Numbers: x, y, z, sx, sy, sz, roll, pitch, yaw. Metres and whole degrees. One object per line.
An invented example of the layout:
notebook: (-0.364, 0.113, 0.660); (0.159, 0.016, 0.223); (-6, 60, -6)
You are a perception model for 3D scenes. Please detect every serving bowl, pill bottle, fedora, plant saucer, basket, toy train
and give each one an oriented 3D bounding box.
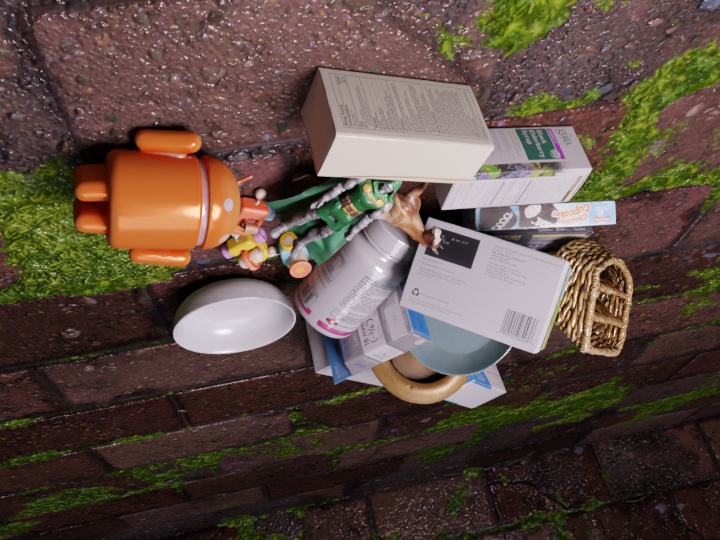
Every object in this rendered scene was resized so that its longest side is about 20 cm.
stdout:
serving bowl: (-0.209, 0.067, 1.151); (0.200, 0.066, 0.200); (-11, 151, -6)
pill bottle: (0.000, 0.000, 1.052); (0.113, 0.113, 0.200); (14, 129, -42)
fedora: (0.101, 0.130, 1.213); (0.200, 0.201, 0.082); (-13, 169, -3)
plant saucer: (0.162, 0.073, 1.147); (0.201, 0.201, 0.039); (-21, 162, 12)
basket: (0.399, 0.045, 1.176); (0.200, 0.149, 0.143); (15, 118, -52)
toy train: (-0.117, -0.042, 1.006); (0.200, 0.056, 0.150); (10, 144, -37)

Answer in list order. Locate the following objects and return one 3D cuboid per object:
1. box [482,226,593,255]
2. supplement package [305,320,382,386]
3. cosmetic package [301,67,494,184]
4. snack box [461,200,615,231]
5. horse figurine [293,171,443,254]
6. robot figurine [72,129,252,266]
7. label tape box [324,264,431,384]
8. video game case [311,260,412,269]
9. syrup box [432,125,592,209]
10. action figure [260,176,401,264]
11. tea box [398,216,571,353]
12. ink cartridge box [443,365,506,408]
box: (0.270, -0.038, 1.200); (0.200, 0.049, 0.161); (-2, 152, -21)
supplement package: (0.013, 0.131, 1.312); (0.121, 0.120, 0.200); (-32, 148, 29)
cosmetic package: (0.042, -0.164, 0.808); (0.200, 0.104, 0.073); (0, 148, -23)
snack box: (0.259, -0.081, 1.039); (0.200, 0.037, 0.116); (-3, -175, -1)
horse figurine: (0.017, -0.097, 0.914); (0.200, 0.050, 0.133); (13, 149, 13)
robot figurine: (-0.228, -0.083, 0.817); (0.200, 0.144, 0.117); (0, 171, -24)
label tape box: (0.003, 0.084, 1.157); (0.200, 0.144, 0.063); (-29, 149, 25)
video game case: (0.021, -0.010, 1.167); (0.200, 0.017, 0.143); (-12, 152, -4)
syrup box: (0.200, -0.140, 0.949); (0.200, 0.079, 0.081); (-5, 150, -16)
action figure: (-0.027, -0.076, 0.880); (0.200, 0.055, 0.118); (-26, 121, 37)
tea box: (0.188, 0.023, 1.014); (0.200, 0.134, 0.197); (20, -177, 19)
ink cartridge box: (0.182, 0.149, 1.337); (0.086, 0.200, 0.146); (-30, 149, 24)
